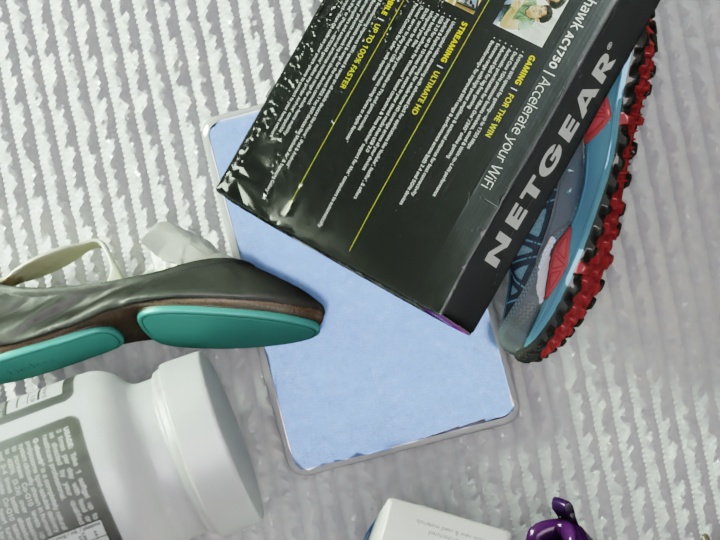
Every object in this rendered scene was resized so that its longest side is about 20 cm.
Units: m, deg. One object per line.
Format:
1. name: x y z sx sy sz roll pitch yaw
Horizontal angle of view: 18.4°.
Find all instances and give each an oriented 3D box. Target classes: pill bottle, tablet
1. pill bottle: -0.159 0.120 1.147 0.200 0.116 0.116 -20 92 1
2. tablet: 0.000 0.000 1.194 0.130 0.014 0.200 -15 91 1

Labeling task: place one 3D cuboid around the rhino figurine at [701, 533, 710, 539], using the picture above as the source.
1. rhino figurine: 0.276 0.168 1.175 0.200 0.060 0.088 15 73 0

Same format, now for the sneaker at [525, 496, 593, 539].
1. sneaker: 0.074 0.213 1.127 0.088 0.074 0.200 56 47 -34

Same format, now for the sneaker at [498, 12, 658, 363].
1. sneaker: 0.093 -0.052 1.173 0.095 0.079 0.200 13 88 17

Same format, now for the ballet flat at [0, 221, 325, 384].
1. ballet flat: -0.120 0.012 1.168 0.200 0.068 0.068 -7 71 3

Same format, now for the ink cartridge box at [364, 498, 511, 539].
1. ink cartridge box: 0.013 0.226 1.124 0.067 0.116 0.200 16 74 -1

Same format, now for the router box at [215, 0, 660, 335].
1. router box: 0.038 -0.090 1.130 0.149 0.051 0.200 30 90 27
